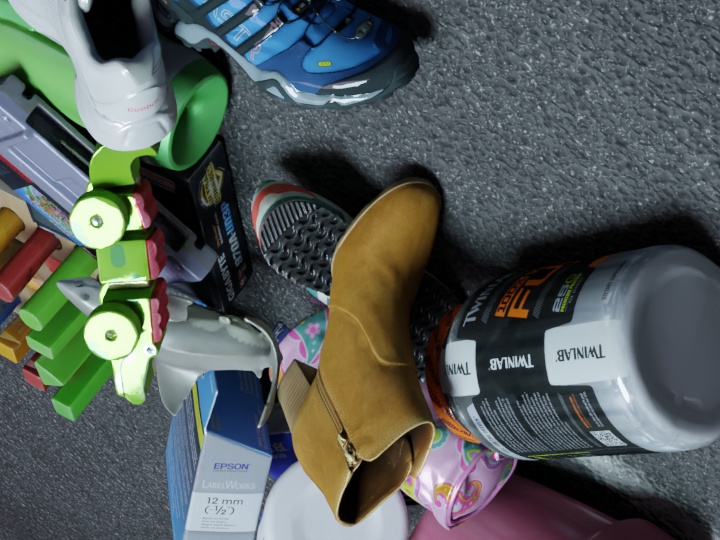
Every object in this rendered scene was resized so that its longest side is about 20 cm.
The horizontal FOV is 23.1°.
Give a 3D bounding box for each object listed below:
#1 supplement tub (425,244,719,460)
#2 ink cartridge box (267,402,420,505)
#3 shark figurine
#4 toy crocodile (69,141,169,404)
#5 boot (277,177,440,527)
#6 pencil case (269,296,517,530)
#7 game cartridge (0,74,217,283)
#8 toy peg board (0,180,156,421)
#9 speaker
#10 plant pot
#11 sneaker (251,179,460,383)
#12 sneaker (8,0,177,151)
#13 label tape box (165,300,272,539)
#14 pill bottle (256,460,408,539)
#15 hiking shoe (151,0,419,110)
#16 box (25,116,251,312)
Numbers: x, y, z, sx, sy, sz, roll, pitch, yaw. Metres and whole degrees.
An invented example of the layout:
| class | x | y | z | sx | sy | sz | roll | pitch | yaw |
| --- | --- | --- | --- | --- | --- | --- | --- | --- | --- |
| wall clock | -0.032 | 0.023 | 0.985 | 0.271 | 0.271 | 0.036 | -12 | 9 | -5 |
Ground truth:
| class | x | y | z | sx | sy | sz | roll | pitch | yaw |
| --- | --- | --- | --- | --- | --- | --- | --- | --- | --- |
| supplement tub | 0.137 | 0.056 | 1.108 | 0.123 | 0.123 | 0.199 | 50 | 148 | -19 |
| ink cartridge box | -0.013 | 0.152 | 1.479 | 0.094 | 0.044 | 0.199 | 50 | 149 | -18 |
| shark figurine | -0.117 | 0.067 | 1.300 | 0.213 | 0.090 | 0.128 | 18 | 178 | 35 |
| toy crocodile | -0.157 | -0.005 | 1.199 | 0.061 | 0.068 | 0.202 | -2 | 111 | 5 |
| boot | 0.020 | 0.055 | 1.148 | 0.070 | 0.202 | 0.144 | 19 | -161 | -33 |
| pencil case | 0.021 | 0.103 | 1.306 | 0.199 | 0.087 | 0.088 | 38 | 153 | 29 |
| game cartridge | -0.207 | -0.059 | 1.286 | 0.200 | 0.039 | 0.129 | 42 | 155 | -21 |
| toy peg board | -0.298 | 0.023 | 1.564 | 0.198 | 0.098 | 0.201 | 25 | 147 | 22 |
| speaker | -0.193 | -0.146 | 1.233 | 0.199 | 0.089 | 0.089 | 28 | 149 | 18 |
| plant pot | 0.133 | 0.248 | 1.327 | 0.179 | 0.199 | 0.201 | 36 | 154 | 36 |
| sneaker | -0.001 | 0.000 | 1.256 | 0.199 | 0.070 | 0.094 | 37 | -170 | -28 |
| sneaker | -0.173 | -0.180 | 1.137 | 0.201 | 0.077 | 0.100 | 55 | 155 | 21 |
| label tape box | -0.112 | 0.127 | 1.439 | 0.065 | 0.144 | 0.201 | 5 | 127 | -15 |
| pill bottle | -0.026 | 0.211 | 1.397 | 0.112 | 0.112 | 0.200 | 36 | 166 | 4 |
| hiking shoe | -0.055 | -0.161 | 1.071 | 0.199 | 0.075 | 0.087 | 23 | 148 | 25 |
| box | -0.184 | -0.066 | 1.369 | 0.199 | 0.046 | 0.160 | 24 | 148 | 23 |
